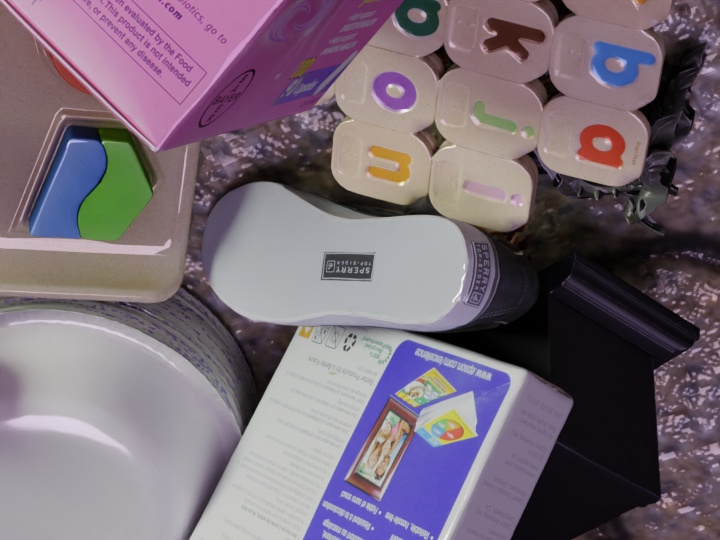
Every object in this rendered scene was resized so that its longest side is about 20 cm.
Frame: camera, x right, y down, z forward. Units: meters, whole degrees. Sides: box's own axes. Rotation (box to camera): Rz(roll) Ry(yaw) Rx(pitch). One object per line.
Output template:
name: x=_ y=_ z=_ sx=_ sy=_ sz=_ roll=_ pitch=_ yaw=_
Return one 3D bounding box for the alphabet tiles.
alphabet tiles: x=0.039 y=-0.112 z=0.878 sx=0.195 sy=0.015 sz=0.201 roll=15 pitch=126 yaw=15

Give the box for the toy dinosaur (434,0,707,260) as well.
toy dinosaur: x=0.089 y=-0.077 z=0.950 sx=0.135 sy=0.102 sz=0.200 roll=11 pitch=144 yaw=12

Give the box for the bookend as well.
bookend: x=0.066 y=0.129 z=0.965 sx=0.092 sy=0.199 sz=0.200 roll=29 pitch=135 yaw=-30

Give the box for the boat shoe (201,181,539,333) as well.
boat shoe: x=0.000 y=0.000 z=0.958 sx=0.056 sy=0.200 sz=0.069 roll=13 pitch=88 yaw=-43

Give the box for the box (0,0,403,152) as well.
box: x=-0.016 y=-0.155 z=0.746 sx=0.097 sy=0.176 sz=0.200 roll=44 pitch=108 yaw=6

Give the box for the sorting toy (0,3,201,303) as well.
sorting toy: x=-0.163 y=-0.080 z=0.933 sx=0.184 sy=0.036 sz=0.201 roll=3 pitch=112 yaw=-14

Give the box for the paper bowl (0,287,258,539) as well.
paper bowl: x=-0.156 y=0.098 z=1.046 sx=0.200 sy=0.104 sz=0.201 roll=1 pitch=121 yaw=1

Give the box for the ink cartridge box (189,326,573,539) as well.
ink cartridge box: x=-0.009 y=0.123 z=0.945 sx=0.043 sy=0.198 sz=0.200 roll=32 pitch=82 yaw=-31
